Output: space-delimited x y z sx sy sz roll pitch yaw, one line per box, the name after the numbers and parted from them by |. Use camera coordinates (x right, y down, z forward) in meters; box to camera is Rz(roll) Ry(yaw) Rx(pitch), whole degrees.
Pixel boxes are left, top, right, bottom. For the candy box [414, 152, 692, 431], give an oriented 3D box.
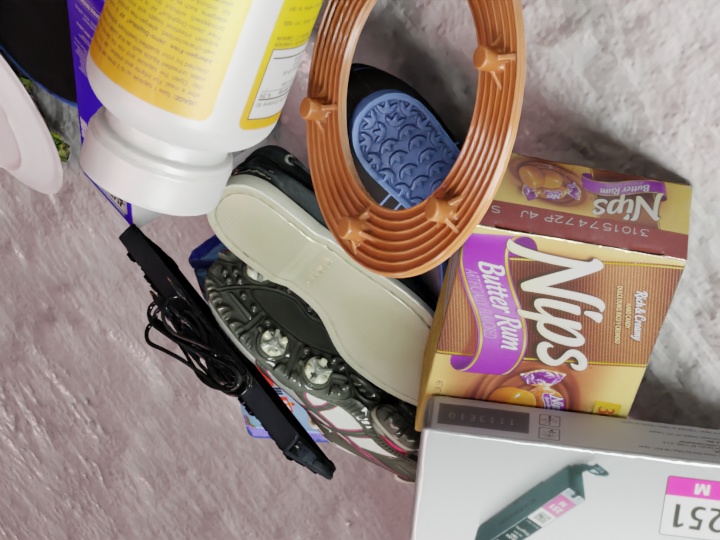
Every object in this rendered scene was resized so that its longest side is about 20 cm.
0.102 0.023 1.362 0.116 0.057 0.200 11 144 -2 | candy box

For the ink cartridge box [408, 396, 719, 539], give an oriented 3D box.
0.126 0.164 1.409 0.199 0.044 0.174 7 117 3 | ink cartridge box

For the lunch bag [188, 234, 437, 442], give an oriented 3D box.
0.010 0.041 1.592 0.200 0.094 0.151 11 133 35 | lunch bag

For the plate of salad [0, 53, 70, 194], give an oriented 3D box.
-0.275 -0.142 1.823 0.200 0.048 0.200 42 158 21 | plate of salad

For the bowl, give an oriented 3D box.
-0.209 -0.193 1.670 0.200 0.039 0.201 38 151 25 | bowl

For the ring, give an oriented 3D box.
0.021 -0.097 1.316 0.200 0.019 0.201 -16 71 56 | ring

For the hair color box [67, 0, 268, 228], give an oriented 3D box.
-0.115 -0.128 1.519 0.065 0.109 0.200 45 153 29 | hair color box

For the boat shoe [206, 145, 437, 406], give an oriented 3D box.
-0.002 0.001 1.475 0.199 0.066 0.074 38 132 -11 | boat shoe

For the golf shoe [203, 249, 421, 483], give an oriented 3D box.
-0.021 0.067 1.528 0.200 0.077 0.088 37 144 -7 | golf shoe

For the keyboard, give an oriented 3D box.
-0.096 0.051 1.517 0.200 0.040 0.104 49 180 32 | keyboard

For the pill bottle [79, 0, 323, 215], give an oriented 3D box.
-0.084 -0.136 1.370 0.113 0.113 0.200 35 117 28 | pill bottle

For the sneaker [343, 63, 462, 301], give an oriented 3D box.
0.047 -0.038 1.446 0.200 0.070 0.078 58 179 -29 | sneaker
